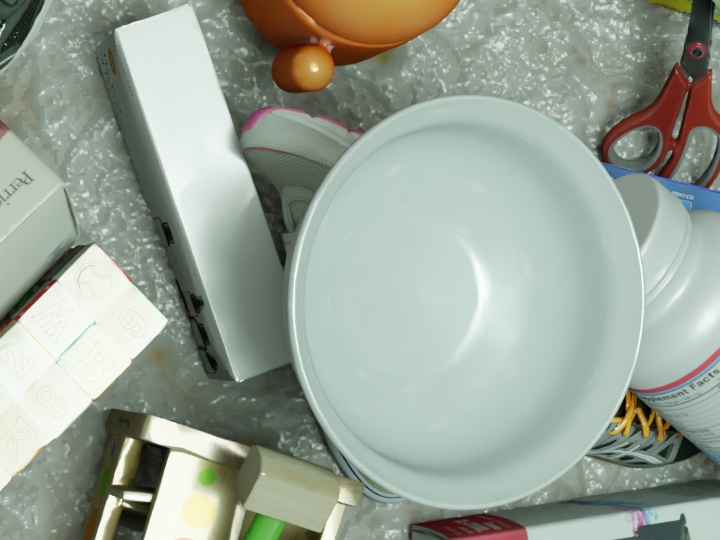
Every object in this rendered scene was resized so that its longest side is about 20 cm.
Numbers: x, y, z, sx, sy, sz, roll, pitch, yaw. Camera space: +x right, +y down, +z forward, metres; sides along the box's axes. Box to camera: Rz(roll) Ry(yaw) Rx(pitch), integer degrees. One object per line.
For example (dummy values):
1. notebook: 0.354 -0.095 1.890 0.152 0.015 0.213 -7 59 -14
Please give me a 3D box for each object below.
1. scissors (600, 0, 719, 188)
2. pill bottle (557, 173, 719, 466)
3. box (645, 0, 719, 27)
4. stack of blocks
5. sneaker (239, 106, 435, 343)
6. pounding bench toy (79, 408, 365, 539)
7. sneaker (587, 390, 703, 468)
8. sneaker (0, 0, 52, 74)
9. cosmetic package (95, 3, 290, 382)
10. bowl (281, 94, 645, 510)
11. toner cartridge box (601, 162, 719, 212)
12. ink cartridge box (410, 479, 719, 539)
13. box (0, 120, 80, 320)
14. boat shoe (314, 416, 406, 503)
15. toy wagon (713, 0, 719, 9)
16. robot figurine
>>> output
1. scissors: 0.198 -0.118 1.303 0.073 0.201 0.014 18 43 -3
2. pill bottle: 0.197 0.038 1.242 0.200 0.109 0.109 39 79 -25
3. box: 0.214 -0.260 1.326 0.191 0.122 0.202 18 83 -14
4. stack of blocks: -0.199 0.076 1.205 0.200 0.115 0.059 -45 99 -11
5. sneaker: 0.000 0.000 1.211 0.200 0.081 0.088 48 68 -12
6. pounding bench toy: -0.082 0.168 1.190 0.123 0.200 0.157 19 83 -14
7. sneaker: 0.146 0.077 1.321 0.198 0.077 0.079 -1 87 -17
8. sneaker: -0.183 -0.195 1.233 0.080 0.086 0.201 29 82 -11
9. cosmetic package: -0.089 -0.040 1.256 0.050 0.082 0.202 -20 93 -16
10. bowl: 0.037 0.015 1.142 0.199 0.090 0.203 -1 92 -26
11. toner cartridge box: 0.177 -0.025 1.323 0.198 0.095 0.044 13 86 -14
12. ink cartridge box: 0.140 0.207 1.311 0.198 0.083 0.147 -7 90 -15
13. box: -0.259 -0.053 1.168 0.200 0.109 0.128 42 77 8
14. boat shoe: 0.004 0.034 1.289 0.071 0.062 0.202 -11 91 -15
15. toy wagon: 0.216 -0.206 1.220 0.198 0.039 0.157 -1 88 -29
16. robot figurine: -0.003 -0.175 1.222 0.143 0.200 0.117 -30 96 -14
